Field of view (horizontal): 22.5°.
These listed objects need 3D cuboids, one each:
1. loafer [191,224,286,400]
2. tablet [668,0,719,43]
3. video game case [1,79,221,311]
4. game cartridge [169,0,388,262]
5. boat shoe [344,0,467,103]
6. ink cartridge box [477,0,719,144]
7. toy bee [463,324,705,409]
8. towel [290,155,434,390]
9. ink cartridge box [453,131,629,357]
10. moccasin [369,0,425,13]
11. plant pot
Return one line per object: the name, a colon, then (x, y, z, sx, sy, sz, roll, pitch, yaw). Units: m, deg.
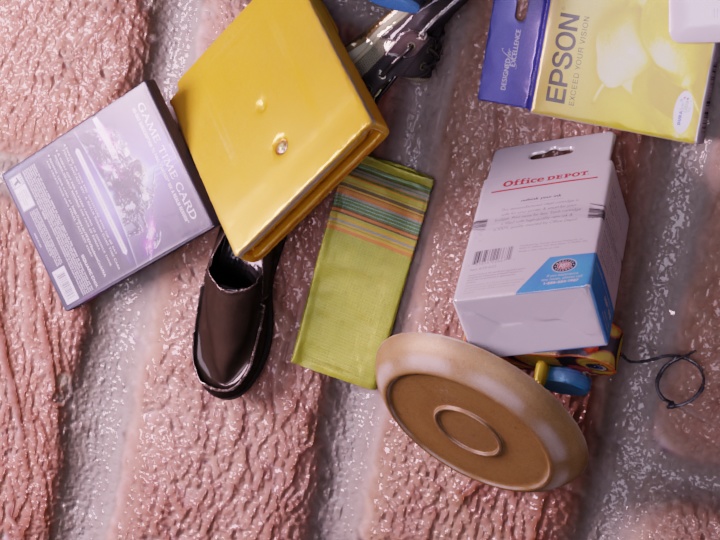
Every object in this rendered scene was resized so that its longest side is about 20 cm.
loafer: (-0.116, 0.019, 1.617, 0.072, 0.071, 0.202, 13, 100, 16)
tablet: (0.342, -0.247, 1.427, 0.199, 0.014, 0.131, 1, 95, 18)
video game case: (-0.229, -0.065, 1.647, 0.199, 0.019, 0.144, -27, 87, 32)
game cartridge: (-0.075, -0.136, 1.556, 0.176, 0.032, 0.201, -43, 52, 24)
boat shoe: (0.038, -0.189, 1.548, 0.200, 0.072, 0.066, -36, 90, 23)
ink cartridge box: (0.203, -0.220, 1.503, 0.199, 0.047, 0.199, 11, 100, 14)
toy bee: (0.176, 0.054, 1.506, 0.199, 0.109, 0.132, -12, 69, 10)
towel: (0.000, 0.000, 1.606, 0.086, 0.018, 0.201, 18, 102, 16)
ink cartridge box: (0.155, -0.023, 1.490, 0.115, 0.201, 0.067, -7, 128, 23)
moccasin: (-0.008, -0.273, 1.508, 0.200, 0.080, 0.068, 35, 94, 44)
plant pot: (0.094, 0.126, 1.512, 0.199, 0.200, 0.028, 27, 61, 13)
